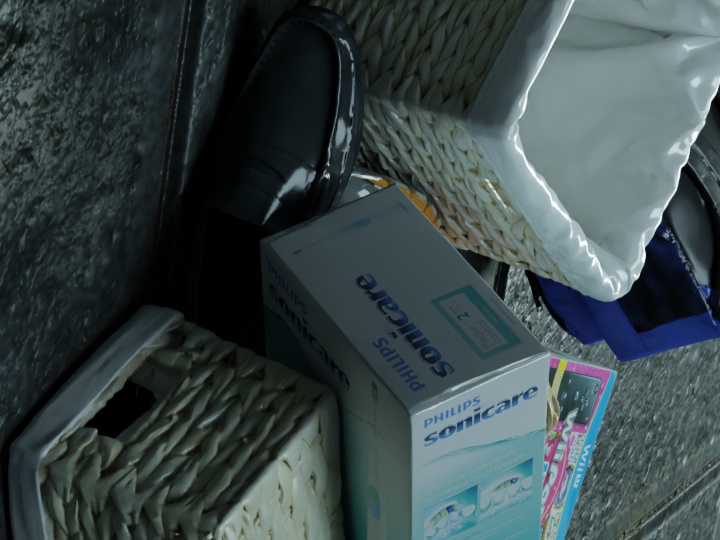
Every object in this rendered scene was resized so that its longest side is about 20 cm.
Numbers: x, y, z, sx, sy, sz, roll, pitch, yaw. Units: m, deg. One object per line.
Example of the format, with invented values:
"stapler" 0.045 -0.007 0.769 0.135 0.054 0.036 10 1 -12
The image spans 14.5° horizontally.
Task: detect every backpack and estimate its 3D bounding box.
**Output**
"backpack" 0.171 -0.059 1.845 0.200 0.168 0.163 61 35 -15

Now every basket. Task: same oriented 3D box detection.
"basket" -0.086 0.142 1.432 0.136 0.123 0.200 -49 148 -43
"basket" 0.087 -0.121 1.564 0.200 0.161 0.198 -64 147 -17

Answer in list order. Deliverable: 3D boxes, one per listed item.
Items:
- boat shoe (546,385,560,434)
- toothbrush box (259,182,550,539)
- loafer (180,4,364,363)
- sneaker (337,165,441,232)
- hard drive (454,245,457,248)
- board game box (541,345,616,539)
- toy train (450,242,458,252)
"boat shoe" 0.083 0.087 1.724 0.074 0.069 0.200 -49 155 7
"toothbrush box" 0.021 0.081 1.453 0.085 0.146 0.200 -24 138 -21
"loafer" -0.047 -0.038 1.466 0.070 0.068 0.201 -25 132 -69
"sneaker" 0.000 0.000 1.599 0.077 0.078 0.200 -58 154 -18
"hard drive" 0.060 -0.123 1.715 0.132 0.025 0.200 27 81 -67
"board game box" 0.097 0.120 1.922 0.200 0.064 0.148 14 93 -68
"toy train" -0.014 0.060 1.569 0.200 0.056 0.150 -38 139 5
